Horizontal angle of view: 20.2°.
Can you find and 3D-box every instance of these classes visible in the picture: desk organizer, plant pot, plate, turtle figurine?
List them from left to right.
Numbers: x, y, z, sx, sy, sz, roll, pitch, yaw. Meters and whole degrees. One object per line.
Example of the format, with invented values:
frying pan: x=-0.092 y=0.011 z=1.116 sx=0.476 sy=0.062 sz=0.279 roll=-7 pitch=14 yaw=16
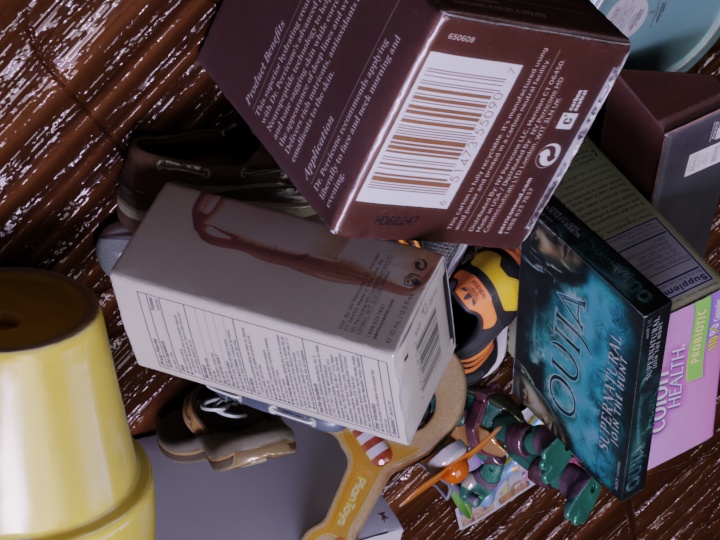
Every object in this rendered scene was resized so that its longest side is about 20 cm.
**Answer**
plant pot: x=-0.238 y=0.109 z=1.354 sx=0.200 sy=0.201 sz=0.190 roll=-12 pitch=120 yaw=-28
turtle figurine: x=0.096 y=0.141 z=1.657 sx=0.150 sy=0.199 sz=0.101 roll=32 pitch=77 yaw=-49
plate: x=0.221 y=-0.199 z=1.521 sx=0.199 sy=0.026 sz=0.201 roll=-22 pitch=139 yaw=-20
desk organizer: x=0.233 y=-0.080 z=1.582 sx=0.071 sy=0.077 sz=0.201 roll=-24 pitch=148 yaw=-17

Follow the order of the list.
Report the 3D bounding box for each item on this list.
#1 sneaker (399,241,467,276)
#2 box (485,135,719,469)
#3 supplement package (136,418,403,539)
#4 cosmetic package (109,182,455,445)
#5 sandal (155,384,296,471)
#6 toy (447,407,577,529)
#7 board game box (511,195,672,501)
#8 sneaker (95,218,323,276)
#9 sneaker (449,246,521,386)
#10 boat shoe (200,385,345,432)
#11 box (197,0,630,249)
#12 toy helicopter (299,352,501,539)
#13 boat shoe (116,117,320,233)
sneaker: x=0.000 y=0.000 z=1.488 sx=0.199 sy=0.079 sz=0.077 roll=-32 pitch=169 yaw=-8
box: x=0.187 y=0.027 z=1.578 sx=0.096 sy=0.200 sz=0.177 roll=-23 pitch=138 yaw=-17
supplement package: x=-0.096 y=0.206 z=1.571 sx=0.199 sy=0.156 sz=0.111 roll=-12 pitch=136 yaw=-28
cosmetic package: x=-0.047 y=0.026 z=1.294 sx=0.104 sy=0.199 sz=0.088 roll=81 pitch=30 yaw=-52
sandal: x=-0.099 y=0.107 z=1.476 sx=0.080 sy=0.200 sz=0.054 roll=-18 pitch=96 yaw=-18
toy: x=0.172 y=0.164 z=1.821 sx=0.199 sy=0.047 sz=0.115 roll=-29 pitch=142 yaw=-10
board game box: x=0.163 y=0.058 z=1.464 sx=0.028 sy=0.135 sz=0.201 roll=-26 pitch=140 yaw=-24
sneaker: x=-0.087 y=-0.018 z=1.425 sx=0.199 sy=0.081 sz=0.071 roll=4 pitch=141 yaw=-10
sneaker: x=0.074 y=0.043 z=1.573 sx=0.090 sy=0.070 sz=0.200 roll=-28 pitch=164 yaw=-29
boat shoe: x=-0.080 y=0.068 z=1.419 sx=0.075 sy=0.199 sz=0.062 roll=-27 pitch=118 yaw=-44
box: x=0.031 y=-0.141 z=1.293 sx=0.163 sy=0.200 sz=0.167 roll=3 pitch=127 yaw=-39
toy helicopter: x=0.019 y=0.143 z=1.497 sx=0.201 sy=0.132 sz=0.079 roll=-64 pitch=173 yaw=-9
boat shoe: x=-0.068 y=-0.076 z=1.385 sx=0.201 sy=0.075 sz=0.075 roll=-14 pitch=127 yaw=-28
